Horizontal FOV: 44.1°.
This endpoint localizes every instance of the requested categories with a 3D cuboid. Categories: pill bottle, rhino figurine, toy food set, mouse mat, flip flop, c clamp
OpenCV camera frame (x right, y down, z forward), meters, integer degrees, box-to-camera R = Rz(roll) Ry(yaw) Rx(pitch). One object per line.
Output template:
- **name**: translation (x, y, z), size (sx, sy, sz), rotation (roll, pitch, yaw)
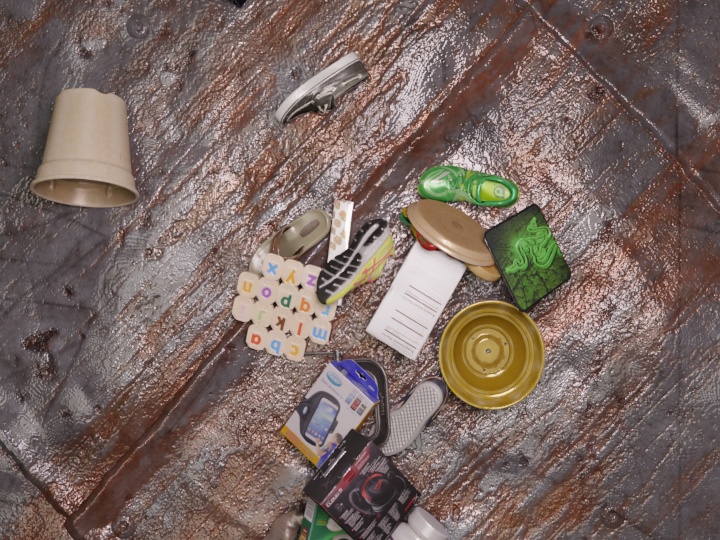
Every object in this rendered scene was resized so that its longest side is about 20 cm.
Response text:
- **pill bottle**: translation (0.076, 0.554, 1.688), size (0.112, 0.112, 0.201), rotation (39, 92, 2)
- **rhino figurine**: translation (-0.142, 0.522, 1.723), size (0.087, 0.060, 0.201), rotation (39, 90, -1)
- **toy food set**: translation (0.168, -0.064, 1.635), size (0.197, 0.199, 0.049), rotation (16, 119, -26)
- **mouse mat**: translation (0.314, -0.027, 1.654), size (0.007, 0.199, 0.163), rotation (-26, 91, 45)
- **flip flop**: translation (-0.140, -0.045, 1.719), size (0.199, 0.058, 0.081), rotation (-39, 89, 4)
- **c clamp**: translation (-0.018, 0.247, 1.716), size (0.168, 0.027, 0.204), rotation (-10, 88, 23)

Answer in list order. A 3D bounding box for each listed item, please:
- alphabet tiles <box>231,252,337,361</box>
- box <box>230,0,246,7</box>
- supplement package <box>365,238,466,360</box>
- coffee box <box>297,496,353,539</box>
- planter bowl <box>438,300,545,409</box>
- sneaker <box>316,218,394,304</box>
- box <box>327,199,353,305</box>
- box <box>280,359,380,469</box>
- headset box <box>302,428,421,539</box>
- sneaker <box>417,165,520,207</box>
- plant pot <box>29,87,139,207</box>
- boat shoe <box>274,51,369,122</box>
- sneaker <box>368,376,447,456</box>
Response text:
- **alphabet tiles**: translation (-0.146, 0.071, 1.714), size (0.197, 0.015, 0.199), rotation (15, 107, 4)
- **box**: translation (-0.282, -0.617, 1.652), size (0.198, 0.200, 0.124), rotation (39, 92, 3)
- **supplement package**: translation (0.105, 0.051, 1.681), size (0.108, 0.114, 0.202), rotation (30, 93, 2)
- **coffee box**: translation (-0.061, 0.514, 1.699), size (0.121, 0.044, 0.204), rotation (11, 92, -33)
- **planter bowl**: translation (0.246, 0.156, 1.691), size (0.196, 0.083, 0.204), rotation (0, 91, 3)
- **sneaker**: translation (0.000, 0.000, 1.682), size (0.200, 0.078, 0.091), rotation (-46, 131, -17)
- **box**: translation (-0.042, -0.035, 1.724), size (0.038, 0.041, 0.204), rotation (7, 90, 3)
- **box**: translation (-0.053, 0.269, 1.694), size (0.119, 0.041, 0.201), rotation (39, 107, 15)
- **headset box**: translation (-0.001, 0.405, 1.646), size (0.149, 0.075, 0.201), rotation (-49, 121, -15)
- **sneaker**: translation (0.207, -0.162, 1.690), size (0.196, 0.084, 0.076), rotation (5, 91, 3)
- **plant pot**: translation (-0.513, -0.234, 1.683), size (0.197, 0.201, 0.187), rotation (0, 79, 3)
- **boat shoe**: translation (-0.074, -0.337, 1.708), size (0.199, 0.071, 0.064), rotation (-36, 88, 1)
- **sneaker**: translation (0.098, 0.280, 1.707), size (0.079, 0.079, 0.200), rotation (49, 117, 9)
